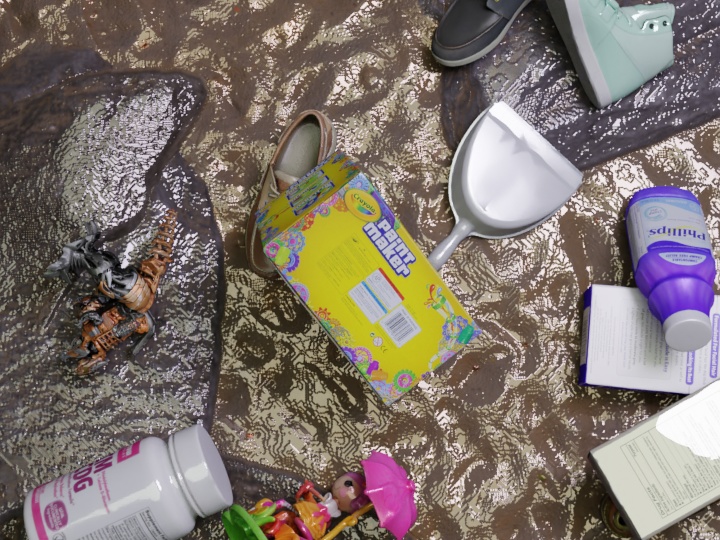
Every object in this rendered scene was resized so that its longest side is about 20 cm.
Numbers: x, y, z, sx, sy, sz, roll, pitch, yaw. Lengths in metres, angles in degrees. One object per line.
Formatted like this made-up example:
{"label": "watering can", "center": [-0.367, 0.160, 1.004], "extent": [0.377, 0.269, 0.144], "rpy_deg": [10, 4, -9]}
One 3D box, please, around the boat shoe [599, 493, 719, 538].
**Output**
{"label": "boat shoe", "center": [0.351, 0.228, 1.171], "extent": [0.199, 0.068, 0.072], "rpy_deg": [-32, 81, -2]}

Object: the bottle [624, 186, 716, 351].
{"label": "bottle", "center": [0.328, -0.004, 1.152], "extent": [0.083, 0.066, 0.201], "rpy_deg": [3, 44, 2]}

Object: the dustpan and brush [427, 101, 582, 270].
{"label": "dustpan and brush", "center": [0.136, -0.070, 1.235], "extent": [0.139, 0.057, 0.200], "rpy_deg": [41, 80, -5]}

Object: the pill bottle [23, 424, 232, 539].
{"label": "pill bottle", "center": [-0.246, 0.248, 1.178], "extent": [0.199, 0.113, 0.114], "rpy_deg": [-24, 82, -1]}

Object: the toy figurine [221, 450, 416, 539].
{"label": "toy figurine", "center": [-0.031, 0.263, 1.160], "extent": [0.183, 0.200, 0.151], "rpy_deg": [-28, 104, -20]}

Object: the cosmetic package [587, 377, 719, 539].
{"label": "cosmetic package", "center": [0.340, 0.181, 1.109], "extent": [0.199, 0.071, 0.106], "rpy_deg": [-28, 73, 1]}

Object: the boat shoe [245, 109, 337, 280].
{"label": "boat shoe", "center": [-0.084, -0.089, 1.233], "extent": [0.075, 0.072, 0.201], "rpy_deg": [15, 84, 5]}

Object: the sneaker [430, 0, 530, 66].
{"label": "sneaker", "center": [0.143, -0.326, 1.226], "extent": [0.075, 0.106, 0.200], "rpy_deg": [38, 81, 28]}

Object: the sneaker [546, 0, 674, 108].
{"label": "sneaker", "center": [0.277, -0.294, 1.214], "extent": [0.118, 0.074, 0.201], "rpy_deg": [-27, 114, 1]}

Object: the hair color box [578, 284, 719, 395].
{"label": "hair color box", "center": [0.342, 0.080, 1.194], "extent": [0.199, 0.065, 0.110], "rpy_deg": [5, 82, 6]}

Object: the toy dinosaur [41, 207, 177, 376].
{"label": "toy dinosaur", "center": [-0.276, 0.017, 1.236], "extent": [0.135, 0.102, 0.200], "rpy_deg": [37, 68, -8]}

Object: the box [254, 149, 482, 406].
{"label": "box", "center": [0.000, 0.000, 1.125], "extent": [0.122, 0.193, 0.200], "rpy_deg": [-38, 105, 1]}
